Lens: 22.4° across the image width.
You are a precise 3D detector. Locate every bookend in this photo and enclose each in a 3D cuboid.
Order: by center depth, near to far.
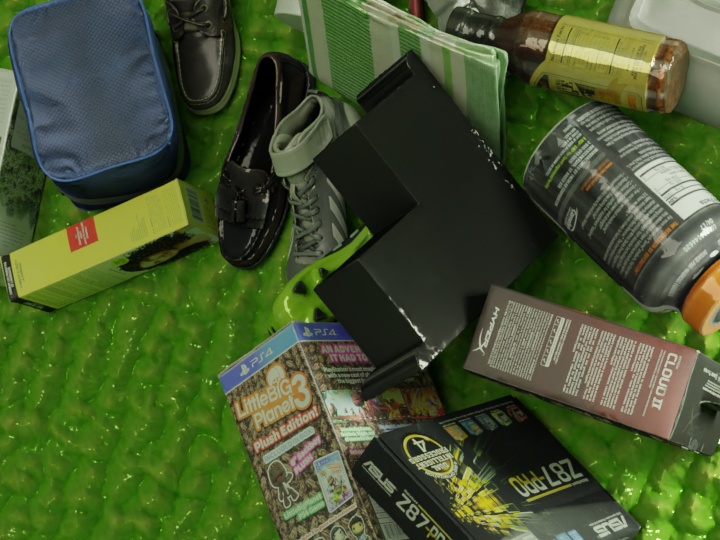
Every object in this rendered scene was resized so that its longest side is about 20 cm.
[{"bbox_3d":[0.025,-0.037,1.477,0.199,0.200,0.092,51,144,-4],"label":"bookend"}]

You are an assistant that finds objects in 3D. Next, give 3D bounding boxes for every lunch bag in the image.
[{"bbox_3d":[-0.243,-0.163,1.694,0.135,0.132,0.201,-14,76,-1],"label":"lunch bag"}]

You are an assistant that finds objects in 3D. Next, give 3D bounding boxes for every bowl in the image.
[{"bbox_3d":[0.307,-0.227,1.500,0.199,0.075,0.201,28,91,27],"label":"bowl"}]

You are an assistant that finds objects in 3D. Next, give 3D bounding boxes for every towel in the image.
[{"bbox_3d":[0.036,-0.174,1.552,0.199,0.153,0.023,26,62,19],"label":"towel"}]

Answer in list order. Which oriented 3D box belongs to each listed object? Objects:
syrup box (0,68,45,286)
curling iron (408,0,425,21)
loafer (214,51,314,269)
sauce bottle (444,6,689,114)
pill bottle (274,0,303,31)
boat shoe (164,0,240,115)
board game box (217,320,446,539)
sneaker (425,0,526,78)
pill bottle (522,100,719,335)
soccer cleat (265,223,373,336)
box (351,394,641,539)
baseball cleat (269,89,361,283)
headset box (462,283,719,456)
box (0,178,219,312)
[{"bbox_3d":[-0.360,-0.090,1.761,0.081,0.079,0.202,9,84,24],"label":"syrup box"},{"bbox_3d":[0.061,-0.192,1.625,0.049,0.026,0.202,1,81,26],"label":"curling iron"},{"bbox_3d":[-0.098,-0.104,1.658,0.071,0.063,0.201,13,85,25],"label":"loafer"},{"bbox_3d":[0.167,-0.178,1.487,0.199,0.066,0.066,16,86,24],"label":"sauce bottle"},{"bbox_3d":[-0.010,-0.313,1.635,0.108,0.109,0.201,15,87,25],"label":"pill bottle"},{"bbox_3d":[-0.154,-0.249,1.709,0.071,0.065,0.202,-1,80,22],"label":"boat shoe"},{"bbox_3d":[-0.003,0.152,1.504,0.097,0.159,0.201,-35,67,32],"label":"board game box"},{"bbox_3d":[0.097,-0.254,1.590,0.066,0.090,0.201,-31,77,58],"label":"sneaker"},{"bbox_3d":[0.233,-0.038,1.477,0.106,0.106,0.200,-47,66,9],"label":"pill bottle"},{"bbox_3d":[0.000,0.000,1.561,0.199,0.081,0.068,-30,86,-29],"label":"soccer cleat"},{"bbox_3d":[0.110,0.182,1.437,0.161,0.199,0.049,48,121,24],"label":"box"},{"bbox_3d":[-0.050,-0.059,1.605,0.069,0.106,0.202,-4,74,35],"label":"baseball cleat"},{"bbox_3d":[0.203,0.084,1.443,0.199,0.148,0.076,18,88,26],"label":"headset box"},{"bbox_3d":[-0.233,-0.021,1.696,0.199,0.075,0.050,-22,72,20],"label":"box"}]
